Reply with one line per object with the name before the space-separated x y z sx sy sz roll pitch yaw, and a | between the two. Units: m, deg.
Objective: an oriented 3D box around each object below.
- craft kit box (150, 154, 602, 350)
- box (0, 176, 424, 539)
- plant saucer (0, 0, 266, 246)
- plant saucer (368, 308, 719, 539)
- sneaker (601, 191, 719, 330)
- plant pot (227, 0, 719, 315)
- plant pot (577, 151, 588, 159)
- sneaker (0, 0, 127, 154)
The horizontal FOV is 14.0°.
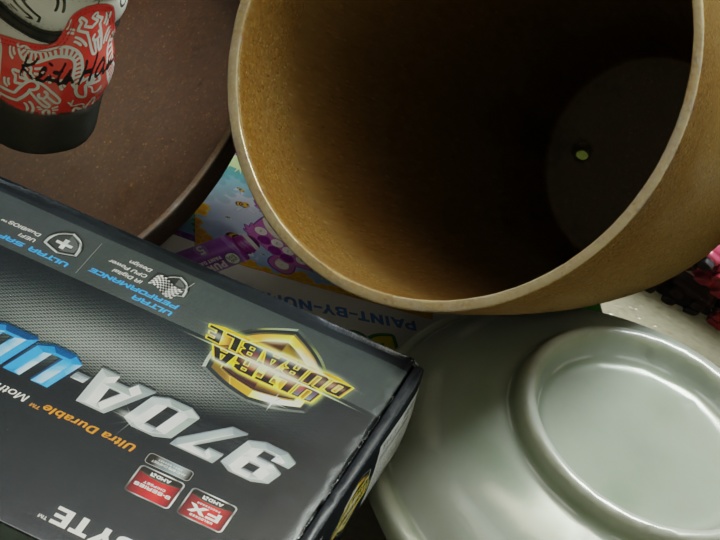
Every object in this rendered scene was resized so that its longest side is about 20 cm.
craft kit box | 0.000 0.000 1.195 0.200 0.049 0.198 10 44 -20
box | -0.099 0.052 1.015 0.200 0.046 0.159 24 40 11
plant saucer | -0.116 -0.065 1.166 0.200 0.200 0.034 44 -1 44
plant saucer | 0.100 0.075 1.095 0.200 0.050 0.200 15 41 -14
sneaker | 0.188 0.000 1.279 0.200 0.075 0.081 40 -23 -21
plant pot | 0.079 -0.060 1.128 0.186 0.187 0.200 33 6 29
plant pot | 0.180 -0.079 1.412 0.184 0.201 0.200 16 21 19
sneaker | -0.148 -0.148 1.132 0.067 0.108 0.201 -11 49 -34
